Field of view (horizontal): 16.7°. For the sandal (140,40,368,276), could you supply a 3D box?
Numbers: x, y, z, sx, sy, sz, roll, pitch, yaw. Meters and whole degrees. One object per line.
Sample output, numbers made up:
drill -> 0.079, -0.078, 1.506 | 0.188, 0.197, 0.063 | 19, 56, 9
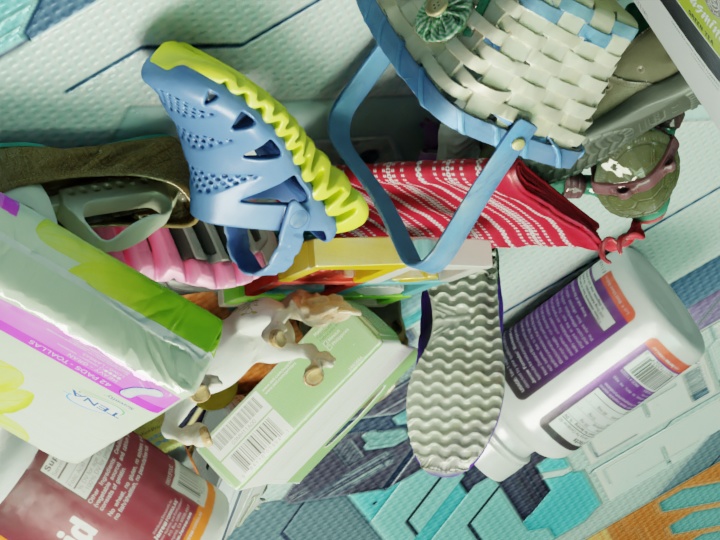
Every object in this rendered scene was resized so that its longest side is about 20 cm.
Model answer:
sandal -> -0.073, -0.062, 1.501 | 0.087, 0.079, 0.200 | -48, 131, -6

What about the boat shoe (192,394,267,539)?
boat shoe -> -0.102, 0.173, 1.909 | 0.067, 0.074, 0.200 | -6, 143, -32

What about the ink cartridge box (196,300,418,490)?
ink cartridge box -> -0.031, 0.090, 1.743 | 0.146, 0.048, 0.200 | -46, 172, 5

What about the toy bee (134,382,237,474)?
toy bee -> -0.140, 0.112, 1.741 | 0.131, 0.109, 0.200 | -36, 150, 13

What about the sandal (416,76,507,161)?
sandal -> 0.067, -0.092, 1.665 | 0.082, 0.050, 0.203 | -36, 167, -21

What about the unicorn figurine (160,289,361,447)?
unicorn figurine -> -0.107, 0.059, 1.616 | 0.200, 0.137, 0.074 | -12, 111, -20

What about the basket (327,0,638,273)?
basket -> 0.060, -0.119, 1.493 | 0.139, 0.176, 0.200 | 15, 117, -34

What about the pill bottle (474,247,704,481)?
pill bottle -> 0.167, 0.080, 1.968 | 0.200, 0.111, 0.111 | -38, 151, 15

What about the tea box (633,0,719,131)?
tea box -> 0.225, -0.227, 1.427 | 0.134, 0.200, 0.197 | -24, 152, -9

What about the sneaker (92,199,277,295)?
sneaker -> -0.152, -0.006, 1.597 | 0.200, 0.079, 0.095 | -10, 168, -31

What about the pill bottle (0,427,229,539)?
pill bottle -> -0.198, 0.146, 1.643 | 0.200, 0.114, 0.114 | 35, 120, -15

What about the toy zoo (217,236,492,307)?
toy zoo -> 0.000, 0.000, 1.658 | 0.131, 0.020, 0.200 | 0, 170, -25

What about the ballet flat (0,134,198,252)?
ballet flat -> -0.181, -0.039, 1.494 | 0.200, 0.072, 0.068 | -6, 143, -36

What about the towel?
towel -> 0.046, -0.041, 1.628 | 0.200, 0.022, 0.145 | -2, 161, 30

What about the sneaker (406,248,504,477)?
sneaker -> 0.076, 0.060, 1.782 | 0.070, 0.200, 0.100 | 2, 161, 8

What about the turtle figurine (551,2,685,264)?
turtle figurine -> 0.180, -0.092, 1.718 | 0.150, 0.101, 0.200 | -39, 142, -12

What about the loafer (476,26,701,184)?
loafer -> 0.159, -0.118, 1.603 | 0.200, 0.070, 0.075 | -26, 167, -4

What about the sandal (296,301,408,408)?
sandal -> 0.004, 0.062, 1.848 | 0.080, 0.054, 0.200 | -26, 152, -6

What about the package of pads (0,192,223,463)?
package of pads -> -0.206, 0.032, 1.461 | 0.200, 0.068, 0.154 | 32, 144, -21
